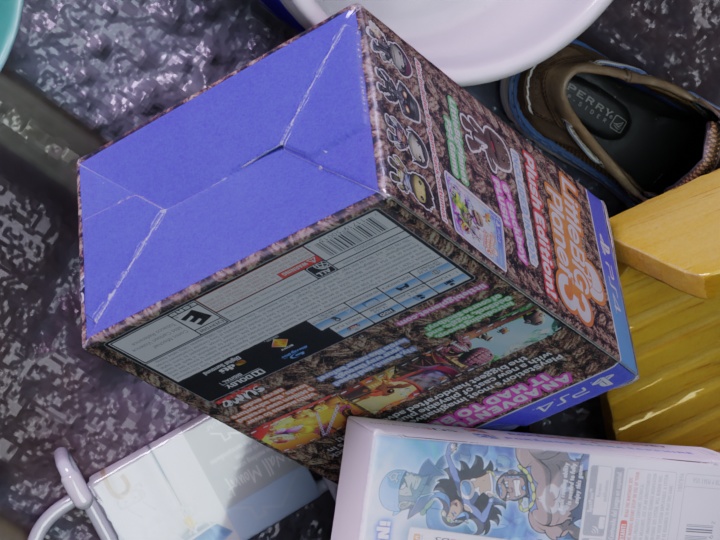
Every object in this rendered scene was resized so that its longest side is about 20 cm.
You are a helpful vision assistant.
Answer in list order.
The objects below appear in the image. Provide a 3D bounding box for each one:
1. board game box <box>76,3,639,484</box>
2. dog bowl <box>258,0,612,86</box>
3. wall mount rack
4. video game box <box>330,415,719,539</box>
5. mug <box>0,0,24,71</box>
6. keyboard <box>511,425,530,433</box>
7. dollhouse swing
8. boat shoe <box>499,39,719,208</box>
[{"bbox_3d":[0.000,0.000,0.908,0.159,0.097,0.200,-25,143,26],"label":"board game box"},{"bbox_3d":[0.031,-0.185,0.896,0.199,0.079,0.202,-7,108,-23],"label":"dog bowl"},{"bbox_3d":[-0.058,0.136,1.014,0.199,0.075,0.175,-30,100,-7],"label":"wall mount rack"},{"bbox_3d":[0.069,0.173,0.934,0.181,0.047,0.202,7,94,-21],"label":"video game box"},{"bbox_3d":[-0.246,-0.135,0.880,0.184,0.114,0.153,31,82,-32],"label":"mug"},{"bbox_3d":[0.074,0.138,1.064,0.104,0.039,0.201,-48,114,-28],"label":"keyboard"},{"bbox_3d":[0.233,0.069,0.999,0.181,0.176,0.201,-23,132,-10],"label":"dollhouse swing"},{"bbox_3d":[0.163,-0.052,1.044,0.199,0.072,0.073,23,94,-18],"label":"boat shoe"}]
